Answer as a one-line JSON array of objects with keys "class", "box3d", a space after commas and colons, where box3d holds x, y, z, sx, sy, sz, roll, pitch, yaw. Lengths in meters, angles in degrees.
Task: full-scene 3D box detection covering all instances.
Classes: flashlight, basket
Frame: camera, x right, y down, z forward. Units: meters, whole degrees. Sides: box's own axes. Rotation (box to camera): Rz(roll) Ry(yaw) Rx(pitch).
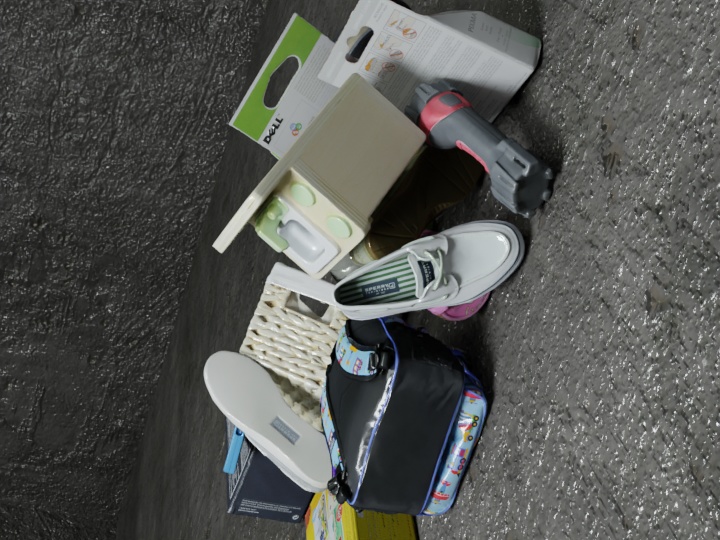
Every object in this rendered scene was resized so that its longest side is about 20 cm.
[{"class": "flashlight", "box3d": [0.118, -0.122, 1.076, 0.068, 0.067, 0.200, -55, 44, 15]}, {"class": "basket", "box3d": [-0.063, 0.104, 1.316, 0.201, 0.134, 0.125, 82, -148, -63]}]

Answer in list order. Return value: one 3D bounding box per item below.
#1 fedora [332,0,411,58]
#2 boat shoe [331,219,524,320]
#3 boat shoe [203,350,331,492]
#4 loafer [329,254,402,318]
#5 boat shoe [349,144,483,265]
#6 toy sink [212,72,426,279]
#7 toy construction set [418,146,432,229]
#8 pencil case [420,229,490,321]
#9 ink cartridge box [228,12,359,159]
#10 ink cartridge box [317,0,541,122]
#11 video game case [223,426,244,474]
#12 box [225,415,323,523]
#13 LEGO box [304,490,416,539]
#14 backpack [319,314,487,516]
[{"class": "fedora", "box3d": [0.038, -0.255, 1.398, 0.091, 0.199, 0.203, 34, 118, 27]}, {"class": "boat shoe", "box3d": [0.065, 0.007, 1.041, 0.075, 0.197, 0.067, 68, -167, 6]}, {"class": "boat shoe", "box3d": [-0.103, 0.176, 1.218, 0.072, 0.199, 0.069, -49, -7, -34]}, {"class": "loafer", "box3d": [0.000, 0.000, 1.278, 0.069, 0.200, 0.071, -18, 49, 28]}, {"class": "boat shoe", "box3d": [0.062, -0.081, 1.171, 0.201, 0.073, 0.063, -51, 18, -24]}, {"class": "toy sink", "box3d": [-0.039, -0.077, 1.093, 0.201, 0.112, 0.130, -54, 6, -34]}, {"class": "toy construction set", "box3d": [0.054, -0.101, 1.333, 0.201, 0.091, 0.133, -86, 16, -65]}, {"class": "pencil case", "box3d": [0.076, 0.000, 1.173, 0.200, 0.081, 0.088, -159, 81, -73]}, {"class": "ink cartridge box", "box3d": [-0.054, -0.190, 1.242, 0.149, 0.199, 0.076, -57, 36, 2]}, {"class": "ink cartridge box", "box3d": [0.071, -0.226, 1.154, 0.161, 0.197, 0.051, -50, 19, 56]}, {"class": "video game case", "box3d": [-0.147, 0.155, 1.439, 0.143, 0.017, 0.204, -95, 20, -81]}, {"class": "box", "box3d": [-0.118, 0.227, 1.580, 0.202, 0.121, 0.201, -101, 28, -52]}, {"class": "LEGO box", "box3d": [-0.001, 0.313, 1.196, 0.202, 0.076, 0.150, -99, 27, -52]}, {"class": "backpack", "box3d": [0.032, 0.137, 1.121, 0.200, 0.132, 0.186, -125, 50, -68]}]
